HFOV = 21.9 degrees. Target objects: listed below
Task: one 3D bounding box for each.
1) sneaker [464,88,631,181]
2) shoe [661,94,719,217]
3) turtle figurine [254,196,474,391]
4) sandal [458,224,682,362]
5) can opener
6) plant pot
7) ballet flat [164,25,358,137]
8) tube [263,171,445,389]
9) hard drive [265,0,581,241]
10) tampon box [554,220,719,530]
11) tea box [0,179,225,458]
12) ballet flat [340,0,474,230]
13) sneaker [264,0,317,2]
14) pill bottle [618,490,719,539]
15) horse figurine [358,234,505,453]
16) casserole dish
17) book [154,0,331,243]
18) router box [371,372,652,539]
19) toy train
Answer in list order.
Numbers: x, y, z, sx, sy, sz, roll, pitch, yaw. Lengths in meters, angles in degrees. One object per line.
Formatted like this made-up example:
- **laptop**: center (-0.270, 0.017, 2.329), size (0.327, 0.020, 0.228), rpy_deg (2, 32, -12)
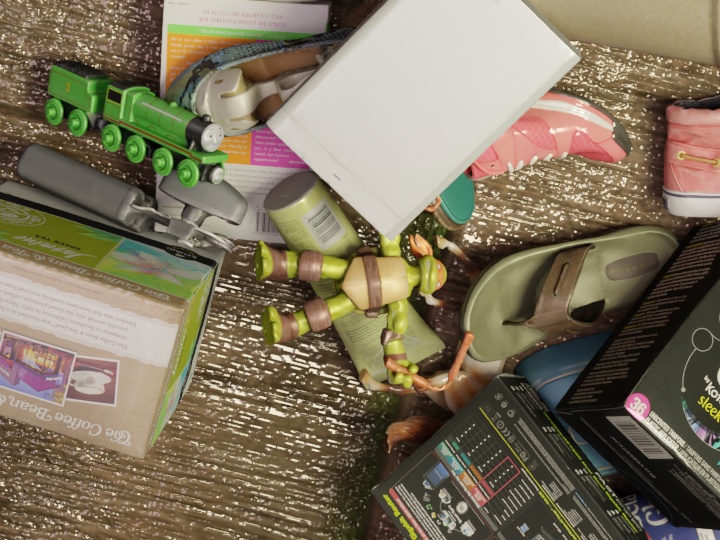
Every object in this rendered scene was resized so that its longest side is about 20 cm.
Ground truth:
- **sneaker**: center (0.114, -0.106, 1.455), size (0.200, 0.074, 0.087), rpy_deg (17, 88, -18)
- **shoe**: center (0.337, -0.093, 1.460), size (0.200, 0.071, 0.091), rpy_deg (-1, 108, 9)
- **turtle figurine**: center (0.000, 0.000, 1.460), size (0.161, 0.064, 0.200), rpy_deg (-6, 98, -12)
- **sandal**: center (0.170, 0.014, 1.486), size (0.201, 0.057, 0.080), rpy_deg (-21, 107, -9)
- **can opener**: center (-0.181, -0.067, 1.507), size (0.200, 0.053, 0.067), rpy_deg (24, 84, 21)
- **plant pot**: center (0.221, -0.238, 1.387), size (0.183, 0.200, 0.201), rpy_deg (5, 106, 17)
- **ballet flat**: center (-0.067, -0.142, 1.436), size (0.200, 0.074, 0.074), rpy_deg (-16, 103, 17)
- **tube**: center (-0.010, 0.010, 1.524), size (0.058, 0.052, 0.200), rpy_deg (-5, 129, 43)
- **hard drive**: center (0.046, -0.135, 1.379), size (0.132, 0.026, 0.200), rpy_deg (43, 107, -11)
- **tampon box**: center (0.281, 0.079, 1.437), size (0.150, 0.126, 0.200), rpy_deg (43, 74, -11)
- **tea box**: center (-0.231, 0.034, 1.489), size (0.200, 0.197, 0.134), rpy_deg (17, 106, 1)
- **ballet flat**: center (0.035, -0.125, 1.496), size (0.065, 0.071, 0.200), rpy_deg (-9, 103, 36)
- **sneaker**: center (-0.093, -0.249, 1.452), size (0.200, 0.093, 0.070), rpy_deg (8, 105, 4)
- **pill bottle**: center (0.228, 0.241, 1.539), size (0.200, 0.111, 0.111), rpy_deg (-19, 102, 10)
- **horse figurine**: center (0.085, 0.064, 1.531), size (0.133, 0.050, 0.200), rpy_deg (24, 98, -25)
- **casserole dish**: center (0.219, 0.112, 1.545), size (0.200, 0.039, 0.121), rpy_deg (-15, 102, 11)
- **book**: center (-0.096, -0.124, 1.512), size (0.134, 0.048, 0.200), rpy_deg (6, 107, 3)
- **router box**: center (0.126, 0.205, 1.488), size (0.150, 0.062, 0.200), rpy_deg (-43, 69, 18)
- **toy train**: center (-0.178, -0.119, 1.476), size (0.200, 0.042, 0.056), rpy_deg (24, 112, 36)
